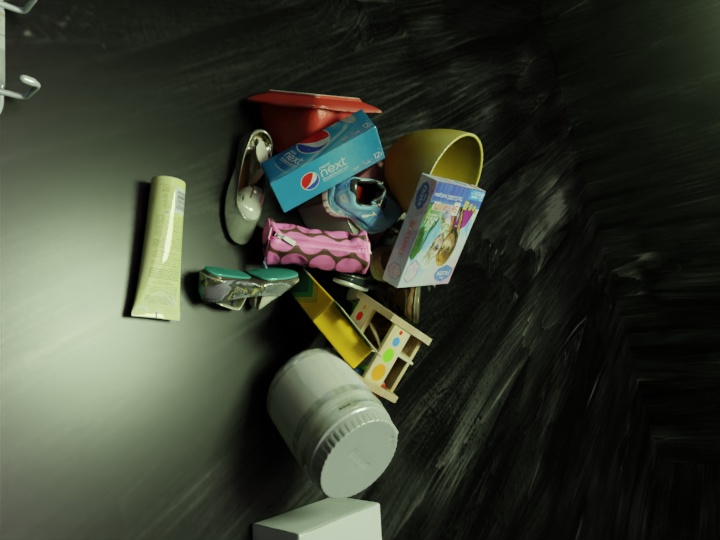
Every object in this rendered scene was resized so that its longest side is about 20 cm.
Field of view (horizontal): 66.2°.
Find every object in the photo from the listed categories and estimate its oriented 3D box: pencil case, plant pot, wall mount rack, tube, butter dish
[{"bbox_3d":[-0.075,-0.041,0.968,0.194,0.094,0.094,4,68,-15],"label":"pencil case"},{"bbox_3d":[0.129,-0.194,1.090,0.198,0.141,0.204,-34,141,-32],"label":"plant pot"},{"bbox_3d":[-0.461,-0.282,0.623,0.171,0.073,0.207,3,79,-51],"label":"wall mount rack"},{"bbox_3d":[-0.291,-0.033,0.806,0.056,0.052,0.207,2,81,-8],"label":"tube"},{"bbox_3d":[-0.088,-0.249,1.026,0.197,0.196,0.153,-15,117,-51],"label":"butter dish"}]

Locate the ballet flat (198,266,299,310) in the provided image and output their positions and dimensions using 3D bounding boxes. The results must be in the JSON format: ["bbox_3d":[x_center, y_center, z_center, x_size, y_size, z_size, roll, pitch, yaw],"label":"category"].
[{"bbox_3d":[-0.186,0.030,0.916,0.197,0.071,0.075,1,81,-51],"label":"ballet flat"}]

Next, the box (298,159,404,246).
[{"bbox_3d":[-0.012,-0.122,1.121,0.200,0.107,0.130,-47,118,-46],"label":"box"}]

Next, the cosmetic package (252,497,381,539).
[{"bbox_3d":[-0.066,0.502,0.900,0.197,0.120,0.206,9,75,-51],"label":"cosmetic package"}]

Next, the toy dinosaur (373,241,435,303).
[{"bbox_3d":[0.105,-0.019,1.229,0.134,0.201,0.103,30,15,-36],"label":"toy dinosaur"}]

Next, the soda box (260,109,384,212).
[{"bbox_3d":[-0.062,-0.184,0.923,0.065,0.196,0.069,57,-6,41],"label":"soda box"}]

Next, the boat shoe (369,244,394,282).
[{"bbox_3d":[0.090,-0.020,1.115,0.197,0.061,0.076,-8,89,-51],"label":"boat shoe"}]

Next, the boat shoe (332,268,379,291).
[{"bbox_3d":[0.002,0.001,1.095,0.198,0.073,0.068,6,103,-68],"label":"boat shoe"}]

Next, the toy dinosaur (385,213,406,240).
[{"bbox_3d":[0.086,-0.136,1.291,0.202,0.076,0.103,54,27,-13],"label":"toy dinosaur"}]

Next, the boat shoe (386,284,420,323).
[{"bbox_3d":[0.083,0.062,1.100,0.200,0.066,0.074,12,85,-88],"label":"boat shoe"}]

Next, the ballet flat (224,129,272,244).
[{"bbox_3d":[-0.188,-0.148,0.942,0.066,0.063,0.207,20,67,-41],"label":"ballet flat"}]

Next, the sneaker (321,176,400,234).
[{"bbox_3d":[0.019,-0.120,1.001,0.197,0.088,0.081,9,73,-51],"label":"sneaker"}]

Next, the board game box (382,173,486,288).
[{"bbox_3d":[0.142,-0.070,1.039,0.197,0.041,0.204,-4,119,-53],"label":"board game box"}]

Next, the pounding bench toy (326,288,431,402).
[{"bbox_3d":[0.008,0.140,1.087,0.123,0.199,0.158,33,89,-38],"label":"pounding bench toy"}]

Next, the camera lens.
[{"bbox_3d":[-0.052,0.238,0.896,0.156,0.199,0.164,-18,126,-27],"label":"camera lens"}]

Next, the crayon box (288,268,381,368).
[{"bbox_3d":[-0.053,0.085,0.962,0.051,0.200,0.127,-41,119,-7],"label":"crayon box"}]
